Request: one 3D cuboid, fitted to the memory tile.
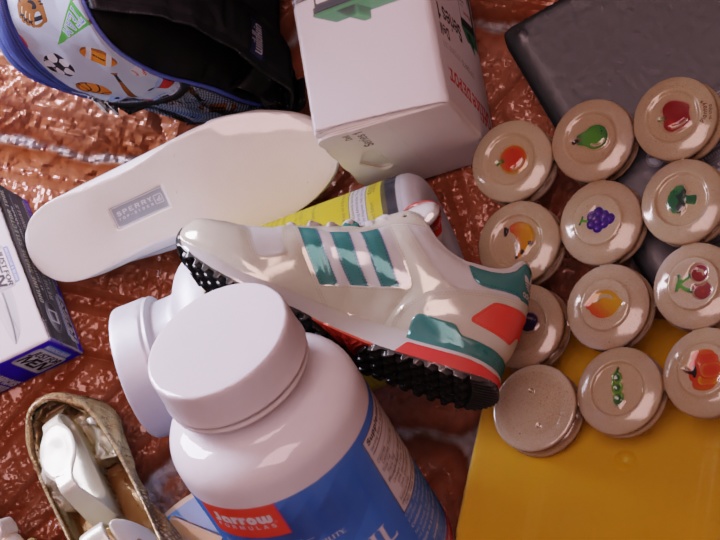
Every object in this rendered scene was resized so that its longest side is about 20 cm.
[{"bbox_3d":[0.137,-0.003,1.518,0.153,0.017,0.201,-13,68,22],"label":"memory tile"}]

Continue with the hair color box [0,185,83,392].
[{"bbox_3d":[-0.282,0.040,1.668,0.199,0.065,0.110,-25,73,11],"label":"hair color box"}]

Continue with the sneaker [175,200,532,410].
[{"bbox_3d":[0.000,0.000,1.492,0.199,0.070,0.094,22,72,15],"label":"sneaker"}]

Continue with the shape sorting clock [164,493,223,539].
[{"bbox_3d":[-0.052,0.215,1.585,0.199,0.039,0.201,-3,79,14],"label":"shape sorting clock"}]

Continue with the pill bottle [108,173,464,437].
[{"bbox_3d":[-0.039,0.026,1.580,0.199,0.112,0.112,-20,75,10],"label":"pill bottle"}]

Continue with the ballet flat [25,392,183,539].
[{"bbox_3d":[-0.148,0.149,1.580,0.070,0.065,0.200,-41,53,10],"label":"ballet flat"}]

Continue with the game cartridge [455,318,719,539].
[{"bbox_3d":[0.148,0.113,1.513,0.176,0.032,0.200,4,55,15],"label":"game cartridge"}]

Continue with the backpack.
[{"bbox_3d":[-0.136,-0.183,1.607,0.154,0.190,0.201,-12,76,29],"label":"backpack"}]

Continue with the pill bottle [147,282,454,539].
[{"bbox_3d":[-0.035,0.104,1.469,0.112,0.200,0.112,-19,39,16],"label":"pill bottle"}]

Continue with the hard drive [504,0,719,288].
[{"bbox_3d":[0.190,-0.088,1.571,0.139,0.033,0.200,-29,71,-1],"label":"hard drive"}]

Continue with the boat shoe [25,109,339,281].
[{"bbox_3d":[-0.102,-0.045,1.634,0.200,0.069,0.072,-26,96,15],"label":"boat shoe"}]

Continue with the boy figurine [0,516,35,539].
[{"bbox_3d":[-0.215,0.208,1.607,0.200,0.064,0.125,48,127,23],"label":"boy figurine"}]

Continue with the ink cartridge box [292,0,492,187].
[{"bbox_3d":[0.013,-0.162,1.586,0.084,0.146,0.201,-13,77,12],"label":"ink cartridge box"}]
